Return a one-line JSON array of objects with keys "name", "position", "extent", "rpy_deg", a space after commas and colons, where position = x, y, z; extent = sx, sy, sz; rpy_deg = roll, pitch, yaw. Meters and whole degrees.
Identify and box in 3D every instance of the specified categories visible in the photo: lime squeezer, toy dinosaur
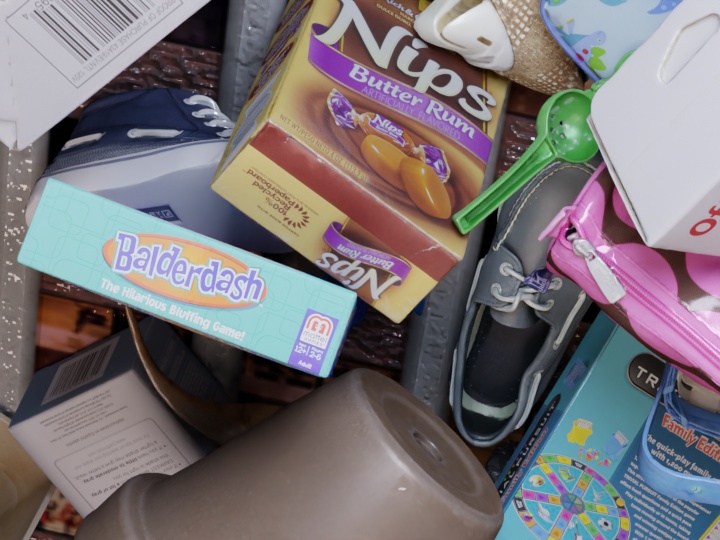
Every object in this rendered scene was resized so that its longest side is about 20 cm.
[{"name": "lime squeezer", "position": [0.125, -0.082, 1.291], "extent": [0.200, 0.071, 0.038], "rpy_deg": [-30, 90, -1]}, {"name": "toy dinosaur", "position": [-0.061, 0.098, 1.540], "extent": [0.200, 0.106, 0.060], "rpy_deg": [16, 159, -21]}]

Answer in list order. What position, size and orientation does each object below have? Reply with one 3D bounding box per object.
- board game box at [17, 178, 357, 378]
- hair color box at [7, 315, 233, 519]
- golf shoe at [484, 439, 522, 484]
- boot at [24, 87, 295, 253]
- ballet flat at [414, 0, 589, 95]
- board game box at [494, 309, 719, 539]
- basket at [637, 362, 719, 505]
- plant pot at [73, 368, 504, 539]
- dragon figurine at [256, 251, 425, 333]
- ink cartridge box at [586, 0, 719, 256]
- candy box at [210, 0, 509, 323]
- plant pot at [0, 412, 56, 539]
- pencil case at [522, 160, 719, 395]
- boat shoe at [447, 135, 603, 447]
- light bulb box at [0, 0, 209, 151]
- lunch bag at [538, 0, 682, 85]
[{"name": "board game box", "position": [-0.078, 0.007, 1.303], "extent": [0.152, 0.200, 0.045], "rpy_deg": [21, 88, 0]}, {"name": "hair color box", "position": [-0.105, 0.131, 1.597], "extent": [0.099, 0.061, 0.200], "rpy_deg": [-25, 115, 28]}, {"name": "golf shoe", "position": [0.138, 0.181, 1.565], "extent": [0.200, 0.078, 0.094], "rpy_deg": [37, 125, -12]}, {"name": "boot", "position": [-0.081, -0.062, 1.416], "extent": [0.200, 0.090, 0.073], "rpy_deg": [-2, 137, 27]}, {"name": "ballet flat", "position": [0.042, -0.154, 1.350], "extent": [0.200, 0.065, 0.070], "rpy_deg": [55, 160, -19]}, {"name": "board game box", "position": [0.150, 0.142, 1.483], "extent": [0.151, 0.047, 0.200], "rpy_deg": [33, 86, -10]}, {"name": "basket", "position": [0.241, 0.054, 1.370], "extent": [0.176, 0.200, 0.139], "rpy_deg": [15, 131, 5]}, {"name": "plant pot", "position": [-0.023, 0.148, 1.410], "extent": [0.200, 0.200, 0.175], "rpy_deg": [41, 103, -16]}, {"name": "dragon figurine", "position": [0.000, 0.000, 1.464], "extent": [0.099, 0.059, 0.200], "rpy_deg": [-27, 148, -10]}, {"name": "ink cartridge box", "position": [0.228, -0.072, 1.229], "extent": [0.200, 0.083, 0.147], "rpy_deg": [6, 141, -37]}, {"name": "candy box", "position": [0.005, -0.076, 1.335], "extent": [0.117, 0.200, 0.056], "rpy_deg": [36, 121, -13]}, {"name": "plant pot", "position": [-0.332, 0.166, 1.605], "extent": [0.200, 0.200, 0.177], "rpy_deg": [36, 136, -13]}, {"name": "pencil case", "position": [0.179, 0.027, 1.271], "extent": [0.200, 0.094, 0.091], "rpy_deg": [38, 109, 19]}, {"name": "boat shoe", "position": [0.095, 0.014, 1.465], "extent": [0.073, 0.062, 0.200], "rpy_deg": [20, 127, -1]}, {"name": "light bulb box", "position": [-0.121, -0.197, 1.280], "extent": [0.198, 0.200, 0.125], "rpy_deg": [-34, 113, 31]}, {"name": "lunch bag", "position": [0.201, -0.145, 1.314], "extent": [0.161, 0.083, 0.200], "rpy_deg": [43, 123, -16]}]
